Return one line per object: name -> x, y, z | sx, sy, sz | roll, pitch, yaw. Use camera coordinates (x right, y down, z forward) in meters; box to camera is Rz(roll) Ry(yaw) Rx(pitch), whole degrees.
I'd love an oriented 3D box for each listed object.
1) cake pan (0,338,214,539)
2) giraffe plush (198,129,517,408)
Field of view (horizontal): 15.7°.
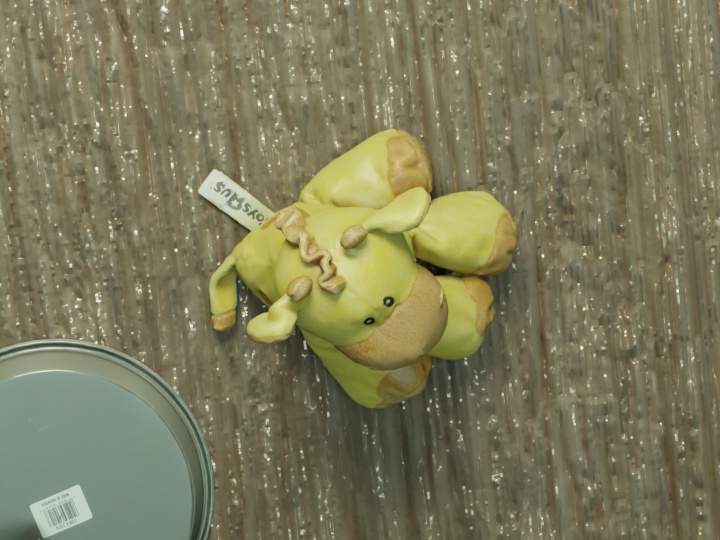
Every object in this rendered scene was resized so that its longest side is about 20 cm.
cake pan -> -0.189, 0.144, 1.623 | 0.200, 0.037, 0.201 | -1, 98, -8
giraffe plush -> 0.000, 0.000, 1.566 | 0.200, 0.162, 0.173 | 19, 95, -10
